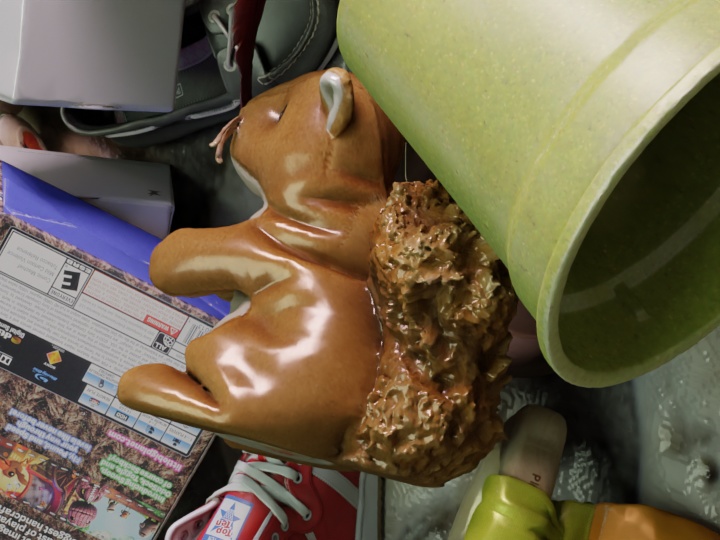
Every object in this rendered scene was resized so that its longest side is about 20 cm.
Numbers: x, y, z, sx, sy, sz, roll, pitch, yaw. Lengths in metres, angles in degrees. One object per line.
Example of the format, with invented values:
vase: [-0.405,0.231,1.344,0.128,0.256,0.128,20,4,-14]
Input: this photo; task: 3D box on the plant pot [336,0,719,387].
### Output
plant pot: [0.094,-0.085,1.139,0.184,0.200,0.201,44,126,27]

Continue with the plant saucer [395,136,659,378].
plant saucer: [0.076,-0.048,1.292,0.199,0.029,0.201,11,105,44]

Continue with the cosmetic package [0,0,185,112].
cosmetic package: [-0.144,-0.187,1.367,0.074,0.101,0.201,21,105,53]

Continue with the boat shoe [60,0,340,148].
boat shoe: [-0.087,-0.110,1.423,0.200,0.057,0.067,-23,82,45]

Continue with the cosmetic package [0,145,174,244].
cosmetic package: [-0.167,0.040,1.480,0.085,0.107,0.201,-104,22,-72]

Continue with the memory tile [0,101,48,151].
memory tile: [-0.247,-0.137,1.517,0.017,0.153,0.201,-26,78,24]

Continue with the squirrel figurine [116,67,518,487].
squirrel figurine: [0.000,0.000,1.264,0.199,0.141,0.188,10,81,32]

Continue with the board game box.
board game box: [-0.169,0.072,1.394,0.201,0.159,0.097,-59,17,13]

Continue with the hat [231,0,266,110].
hat: [-0.048,-0.199,1.327,0.200,0.176,0.166,-35,60,18]

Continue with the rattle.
rattle: [0.092,0.162,1.314,0.200,0.142,0.131,112,161,-47]

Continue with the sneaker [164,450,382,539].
sneaker: [-0.046,0.097,1.380,0.071,0.112,0.201,4,101,44]
